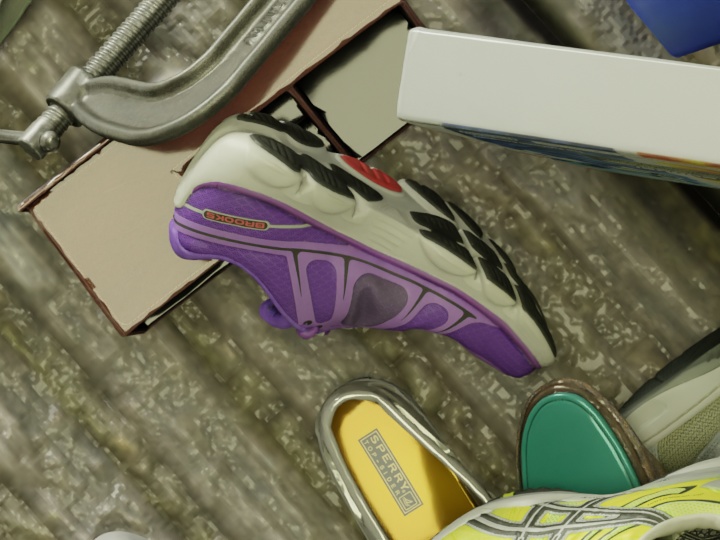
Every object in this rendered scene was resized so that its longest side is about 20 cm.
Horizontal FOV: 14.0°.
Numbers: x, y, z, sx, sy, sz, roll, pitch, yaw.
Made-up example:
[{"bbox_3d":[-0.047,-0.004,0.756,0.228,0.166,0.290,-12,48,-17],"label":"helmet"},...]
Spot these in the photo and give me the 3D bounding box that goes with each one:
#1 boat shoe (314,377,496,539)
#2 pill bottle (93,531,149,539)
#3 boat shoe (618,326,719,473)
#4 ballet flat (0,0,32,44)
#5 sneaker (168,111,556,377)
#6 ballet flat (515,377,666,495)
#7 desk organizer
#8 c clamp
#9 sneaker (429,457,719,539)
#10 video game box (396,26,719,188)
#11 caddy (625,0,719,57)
[{"bbox_3d":[0.047,0.134,1.336,0.071,0.070,0.200,-34,85,2],"label":"boat shoe"},{"bbox_3d":[-0.123,0.226,1.326,0.112,0.112,0.200,34,91,5],"label":"pill bottle"},{"bbox_3d":[0.196,0.043,1.290,0.202,0.074,0.065,-36,93,40],"label":"boat shoe"},{"bbox_3d":[-0.190,-0.129,1.368,0.067,0.064,0.201,24,90,5],"label":"ballet flat"},{"bbox_3d":[0.000,0.000,1.322,0.200,0.081,0.084,27,110,-24],"label":"sneaker"},{"bbox_3d":[0.125,0.139,1.331,0.068,0.067,0.201,-17,94,26],"label":"ballet flat"},{"bbox_3d":[-0.052,-0.059,1.352,0.200,0.072,0.077,-38,88,3],"label":"desk organizer"},{"bbox_3d":[-0.081,-0.121,1.336,0.200,0.171,0.027,-47,121,-13],"label":"c clamp"},{"bbox_3d":[0.097,0.129,1.257,0.199,0.076,0.076,-21,95,13],"label":"sneaker"},{"bbox_3d":[0.145,-0.060,1.246,0.199,0.182,0.047,10,93,32],"label":"video game box"},{"bbox_3d":[0.154,-0.180,1.279,0.105,0.200,0.142,-21,71,14],"label":"caddy"}]
